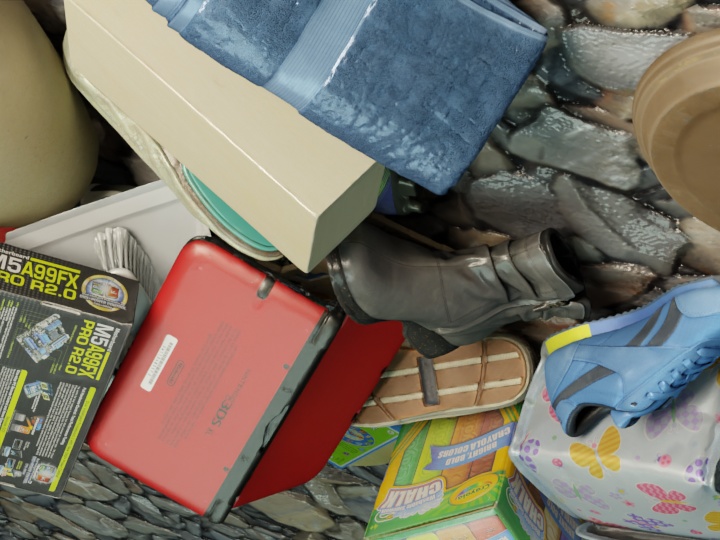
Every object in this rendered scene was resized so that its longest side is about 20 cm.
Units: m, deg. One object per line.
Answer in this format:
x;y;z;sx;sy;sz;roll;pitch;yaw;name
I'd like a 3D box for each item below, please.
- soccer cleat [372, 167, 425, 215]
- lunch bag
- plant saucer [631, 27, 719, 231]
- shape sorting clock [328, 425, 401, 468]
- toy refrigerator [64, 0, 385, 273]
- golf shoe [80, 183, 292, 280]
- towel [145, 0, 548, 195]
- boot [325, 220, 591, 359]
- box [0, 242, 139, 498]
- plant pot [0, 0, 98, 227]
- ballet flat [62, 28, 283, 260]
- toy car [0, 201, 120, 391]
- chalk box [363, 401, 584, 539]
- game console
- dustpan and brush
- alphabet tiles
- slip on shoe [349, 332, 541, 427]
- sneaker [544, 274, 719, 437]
-0.008;-0.099;0.934;0.083;0.065;0.201;13;153;21;soccer cleat
0.231;0.146;1.153;0.169;0.128;0.200;4;154;36;lunch bag
0.245;-0.062;0.859;0.199;0.030;0.200;17;154;8;plant saucer
-0.039;0.113;1.377;0.198;0.039;0.201;16;149;10;shape sorting clock
-0.078;-0.099;0.909;0.200;0.070;0.076;41;157;13;toy refrigerator
-0.120;-0.019;1.176;0.199;0.078;0.088;26;-169;-35;golf shoe
-0.005;-0.131;0.820;0.199;0.112;0.049;31;-173;-19;towel
0.068;-0.004;1.017;0.131;0.070;0.200;-16;160;24;boot
-0.256;0.066;1.072;0.159;0.044;0.201;15;132;-15;box
-0.262;-0.107;1.007;0.186;0.189;0.200;6;165;27;plant pot
-0.116;-0.087;1.016;0.200;0.067;0.062;50;158;-10;ballet flat
-0.208;0.045;1.191;0.199;0.185;0.177;21;154;12;toy car
0.091;0.200;1.214;0.124;0.201;0.124;-19;118;28;chalk box
-0.074;0.070;1.122;0.172;0.119;0.201;30;117;-3;game console
-0.152;0.036;1.103;0.139;0.057;0.201;-18;139;2;dustpan and brush
0.000;0.000;1.117;0.199;0.008;0.167;23;154;-37;alphabet tiles
0.044;0.079;1.207;0.198;0.077;0.061;-8;177;21;slip on shoe
0.204;0.059;1.028;0.066;0.079;0.199;13;153;-39;sneaker
